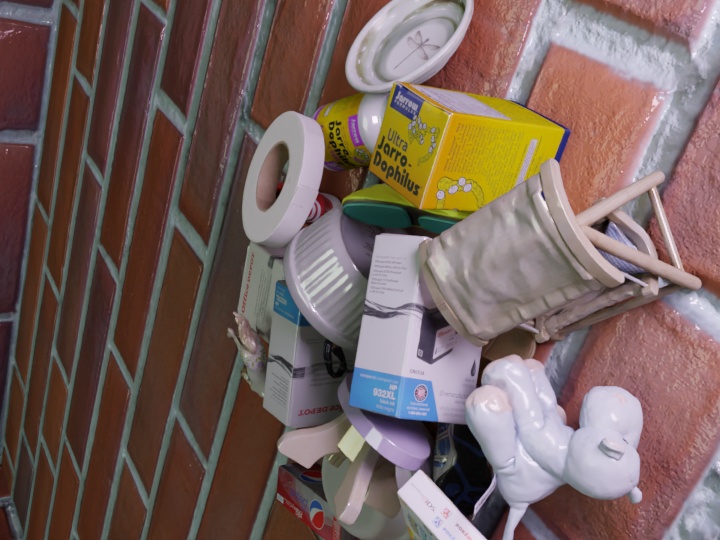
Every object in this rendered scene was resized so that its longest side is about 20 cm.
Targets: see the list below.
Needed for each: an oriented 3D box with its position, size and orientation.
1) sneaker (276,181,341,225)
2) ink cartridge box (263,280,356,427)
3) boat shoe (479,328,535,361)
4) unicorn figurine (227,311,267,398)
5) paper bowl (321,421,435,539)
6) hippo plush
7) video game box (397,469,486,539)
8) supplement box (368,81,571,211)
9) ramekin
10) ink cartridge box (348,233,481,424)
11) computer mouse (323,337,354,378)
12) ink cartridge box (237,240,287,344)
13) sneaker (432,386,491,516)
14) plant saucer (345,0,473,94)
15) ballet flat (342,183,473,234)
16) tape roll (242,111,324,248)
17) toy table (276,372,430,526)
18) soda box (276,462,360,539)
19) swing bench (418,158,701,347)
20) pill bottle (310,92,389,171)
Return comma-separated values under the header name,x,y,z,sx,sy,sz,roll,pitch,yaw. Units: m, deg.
name,x,y,z,sx,sy,sz,roll,pitch,yaw
sneaker,-0.128,-0.122,1.343,0.198,0.114,0.080,14,91,49
ink cartridge box,-0.061,0.122,1.230,0.083,0.143,0.204,22,108,50
boat shoe,0.153,0.062,1.029,0.074,0.062,0.199,-55,47,4
unicorn figurine,-0.161,0.171,1.345,0.074,0.201,0.137,-41,39,-8
paper bowl,0.020,0.298,1.148,0.199,0.103,0.205,16,111,47
hippo plush,0.210,0.177,0.849,0.159,0.160,0.202,-9,41,42
video game box,0.125,0.349,0.962,0.182,0.047,0.201,45,163,31
supplement box,0.127,-0.139,0.932,0.109,0.197,0.111,42,123,45
ramekin,0.000,0.000,1.119,0.105,0.198,0.203,-41,59,35
ink cartridge box,0.075,0.071,0.949,0.083,0.144,0.204,4,82,45
computer mouse,-0.005,0.147,1.157,0.033,0.200,0.060,6,67,25
ink cartridge box,-0.122,0.050,1.374,0.199,0.083,0.148,34,117,47
sneaker,0.134,0.239,1.056,0.077,0.074,0.204,-110,31,-65
plant saucer,0.072,-0.303,1.083,0.197,0.050,0.203,-24,43,24
ballet flat,0.075,-0.087,1.058,0.196,0.067,0.068,12,68,15
tape roll,-0.118,-0.135,1.199,0.202,0.037,0.207,-32,50,48
toy table,0.000,0.221,1.002,0.118,0.182,0.200,-54,4,8
soda box,-0.059,0.379,1.309,0.199,0.069,0.065,19,105,52
swing bench,0.200,-0.007,0.835,0.198,0.197,0.132,-33,66,49
pill bottle,0.015,-0.206,1.163,0.198,0.103,0.107,-3,89,54
